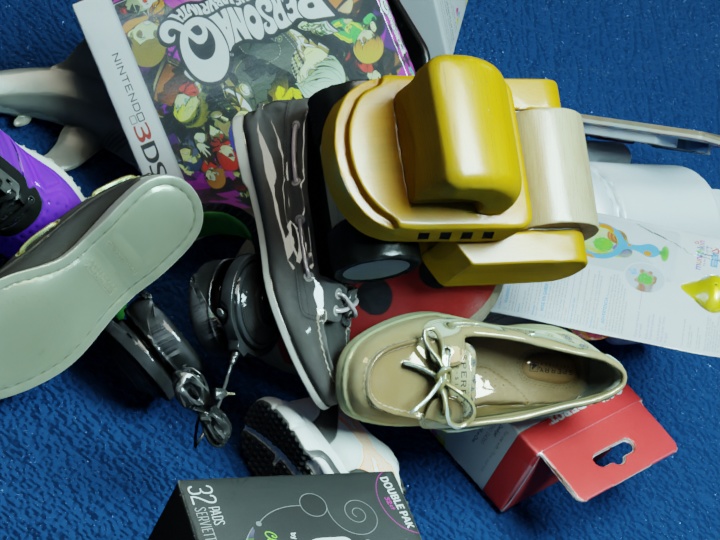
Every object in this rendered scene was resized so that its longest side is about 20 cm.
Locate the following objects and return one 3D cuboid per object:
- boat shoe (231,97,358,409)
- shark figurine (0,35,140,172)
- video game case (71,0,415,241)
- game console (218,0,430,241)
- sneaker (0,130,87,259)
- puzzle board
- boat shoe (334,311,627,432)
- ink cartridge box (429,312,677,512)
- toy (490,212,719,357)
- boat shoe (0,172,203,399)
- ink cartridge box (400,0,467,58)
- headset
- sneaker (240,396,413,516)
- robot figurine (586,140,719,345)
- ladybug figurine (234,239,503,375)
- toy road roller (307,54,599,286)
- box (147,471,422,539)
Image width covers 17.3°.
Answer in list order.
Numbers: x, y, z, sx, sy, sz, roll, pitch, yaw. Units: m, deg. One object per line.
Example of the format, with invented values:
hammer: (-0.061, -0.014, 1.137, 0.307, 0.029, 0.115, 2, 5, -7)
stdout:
boat shoe: (-0.031, -0.015, 1.491, 0.067, 0.057, 0.201, 22, 51, -72)
shark figurine: (-0.215, -0.126, 1.627, 0.214, 0.090, 0.128, 6, 45, -28)
video game case: (-0.070, -0.133, 1.586, 0.036, 0.199, 0.182, -46, 115, -77)
game console: (-0.062, -0.149, 1.665, 0.172, 0.119, 0.200, -22, 56, -10)
sneaker: (-0.248, -0.058, 1.498, 0.200, 0.069, 0.100, 49, 17, -17)
puzzle board: (0.176, -0.107, 1.773, 0.199, 0.017, 0.151, 9, 4, 21)
boat shoe: (0.077, 0.063, 1.501, 0.199, 0.074, 0.063, -5, 8, -33)
ink cartridge box: (0.107, 0.085, 1.615, 0.116, 0.067, 0.200, -22, 62, -42)
toy: (0.165, 0.014, 1.616, 0.199, 0.047, 0.115, 9, 44, 7)
boat shoe: (-0.189, 0.011, 1.488, 0.201, 0.061, 0.072, -38, 111, -15)
ink cartridge box: (0.028, -0.255, 1.815, 0.083, 0.146, 0.200, -7, 28, 14)
headset: (-0.110, 0.029, 1.491, 0.094, 0.123, 0.200, 56, 12, -44)
sneaker: (0.008, 0.152, 1.487, 0.080, 0.074, 0.200, -10, 55, -40)
robot figurine: (0.186, -0.022, 1.732, 0.199, 0.113, 0.170, 2, 57, -31)
ladybug figurine: (0.000, 0.000, 1.560, 0.199, 0.072, 0.136, -12, 64, 14)
toy road roller: (0.071, -0.067, 1.453, 0.199, 0.146, 0.123, -1, 74, -26)
box: (-0.032, 0.231, 1.344, 0.148, 0.124, 0.200, 0, 48, -30)
